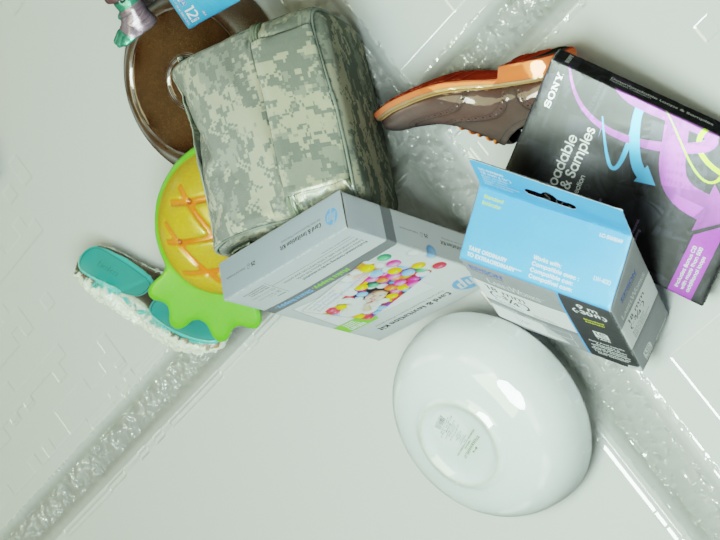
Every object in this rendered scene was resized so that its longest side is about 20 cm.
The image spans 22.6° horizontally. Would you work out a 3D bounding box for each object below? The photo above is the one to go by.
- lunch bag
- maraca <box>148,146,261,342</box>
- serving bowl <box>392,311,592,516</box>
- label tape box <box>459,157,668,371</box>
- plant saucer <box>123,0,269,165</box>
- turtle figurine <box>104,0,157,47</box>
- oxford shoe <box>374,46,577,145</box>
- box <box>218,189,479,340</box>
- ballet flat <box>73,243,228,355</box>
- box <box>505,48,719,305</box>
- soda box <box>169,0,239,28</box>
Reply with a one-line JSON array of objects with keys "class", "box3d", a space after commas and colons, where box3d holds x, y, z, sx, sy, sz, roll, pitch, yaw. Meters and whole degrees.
[{"class": "lunch bag", "box3d": [-0.074, -0.120, 1.608, 0.167, 0.139, 0.201, -16, 80, 16]}, {"class": "maraca", "box3d": [-0.134, -0.028, 1.723, 0.137, 0.107, 0.201, 17, 110, 5]}, {"class": "serving bowl", "box3d": [0.105, 0.140, 1.615, 0.200, 0.066, 0.201, 20, 126, 30]}, {"class": "label tape box", "box3d": [0.161, -0.001, 1.486, 0.144, 0.200, 0.063, 20, 74, 28]}, {"class": "plant saucer", "box3d": [-0.159, -0.185, 1.749, 0.199, 0.032, 0.201, 10, 109, 30]}, {"class": "turtle figurine", "box3d": [-0.261, -0.311, 1.675, 0.100, 0.150, 0.200, -18, 123, 31]}, {"class": "oxford shoe", "box3d": [0.101, -0.138, 1.564, 0.199, 0.071, 0.073, -10, 102, 35]}, {"class": "box", "box3d": [0.000, 0.000, 1.593, 0.156, 0.200, 0.041, -29, 60, 35]}, {"class": "ballet flat", "box3d": [-0.206, 0.037, 1.831, 0.200, 0.072, 0.072, 30, 118, 26]}, {"class": "box", "box3d": [0.223, -0.077, 1.491, 0.199, 0.036, 0.143, 26, 117, 10]}, {"class": "soda box", "box3d": [-0.176, -0.325, 1.632, 0.064, 0.068, 0.200, -24, 111, 27]}]
